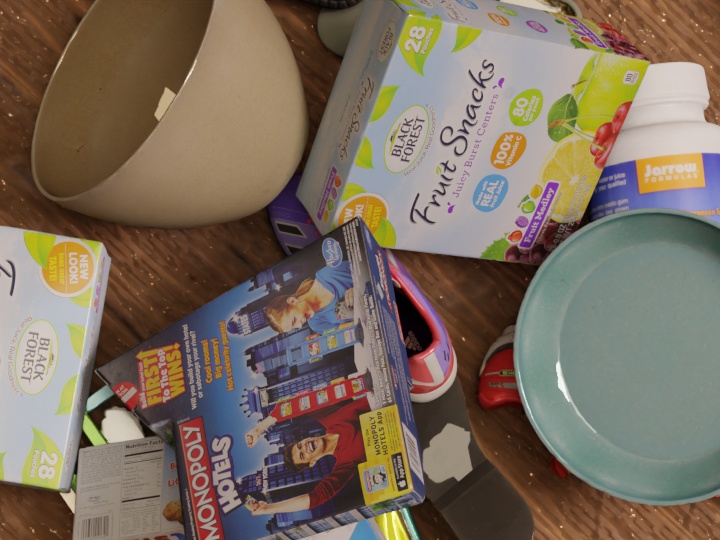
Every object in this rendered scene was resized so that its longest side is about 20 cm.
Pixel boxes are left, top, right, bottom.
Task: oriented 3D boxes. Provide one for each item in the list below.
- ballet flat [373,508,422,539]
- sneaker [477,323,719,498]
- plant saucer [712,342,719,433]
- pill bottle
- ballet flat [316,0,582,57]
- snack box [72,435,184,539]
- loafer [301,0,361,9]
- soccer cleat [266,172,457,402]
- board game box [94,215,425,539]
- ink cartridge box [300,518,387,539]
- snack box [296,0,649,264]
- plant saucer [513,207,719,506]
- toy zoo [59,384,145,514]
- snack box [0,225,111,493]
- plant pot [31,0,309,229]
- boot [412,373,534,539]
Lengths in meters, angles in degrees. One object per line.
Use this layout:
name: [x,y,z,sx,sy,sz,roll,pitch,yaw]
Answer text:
ballet flat: [0.030,0.223,1.231,0.067,0.067,0.202,-28,82,0]
sneaker: [0.173,0.117,1.269,0.199,0.077,0.086,30,84,6]
plant saucer: [0.324,0.072,1.261,0.199,0.029,0.203,-11,107,-40]
pill bottle: [0.222,-0.043,1.273,0.111,0.112,0.203,-5,84,-10]
ballet flat: [0.068,-0.187,1.291,0.197,0.064,0.068,2,82,-9]
snack box: [-0.095,0.140,1.161,0.198,0.024,0.073,-10,58,15]
loafer: [-0.082,-0.251,1.280,0.198,0.073,0.071,21,45,-5]
soccer cleat: [0.000,0.000,1.229,0.068,0.073,0.201,-33,69,-9]
board game box: [-0.066,0.090,1.127,0.198,0.062,0.202,-18,57,12]
ink cartridge box: [-0.072,0.227,1.175,0.199,0.068,0.116,-34,73,0]
snack box: [0.076,-0.097,1.204,0.198,0.068,0.170,6,119,-28]
plant saucer: [0.204,0.057,1.196,0.198,0.036,0.203,2,96,21]
toy zoo: [-0.118,0.116,1.237,0.199,0.020,0.132,-35,89,-12]
snack box: [-0.281,0.051,1.185,0.197,0.068,0.171,8,81,-2]
plant pot: [-0.113,-0.108,1.200,0.134,0.199,0.202,31,77,-33]
boot: [0.056,0.128,1.250,0.073,0.076,0.201,-30,70,-3]
